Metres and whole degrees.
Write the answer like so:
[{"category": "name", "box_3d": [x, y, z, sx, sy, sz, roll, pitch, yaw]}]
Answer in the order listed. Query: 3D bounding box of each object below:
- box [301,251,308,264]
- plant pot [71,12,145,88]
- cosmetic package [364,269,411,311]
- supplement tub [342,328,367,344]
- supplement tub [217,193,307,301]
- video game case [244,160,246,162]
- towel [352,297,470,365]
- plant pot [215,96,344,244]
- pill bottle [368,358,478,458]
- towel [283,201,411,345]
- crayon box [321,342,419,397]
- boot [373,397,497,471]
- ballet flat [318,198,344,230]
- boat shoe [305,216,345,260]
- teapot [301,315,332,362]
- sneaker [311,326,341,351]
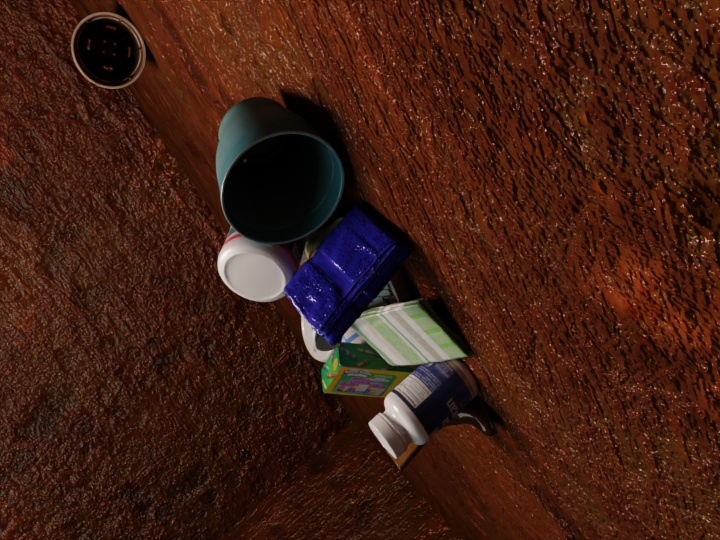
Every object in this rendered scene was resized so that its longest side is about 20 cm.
[{"category": "box", "box_3d": [-0.170, -0.094, 1.400, 0.199, 0.124, 0.098, 29, 153, 58]}, {"category": "plant pot", "box_3d": [-0.744, -0.656, 1.819, 0.202, 0.199, 0.198, 60, 172, -30]}, {"category": "cosmetic package", "box_3d": [0.053, 0.071, 1.141, 0.081, 0.051, 0.202, -1, 136, 26]}, {"category": "supplement tub", "box_3d": [-0.042, 0.082, 1.370, 0.201, 0.131, 0.132, 55, 167, 8]}, {"category": "supplement tub", "box_3d": [-0.167, -0.059, 1.111, 0.202, 0.138, 0.142, -80, -29, -46]}, {"category": "video game case", "box_3d": [-0.281, -0.245, 1.583, 0.182, 0.036, 0.201, 50, 166, 19]}, {"category": "towel", "box_3d": [0.082, 0.111, 1.092, 0.149, 0.031, 0.198, 45, 144, -23]}, {"category": "plant pot", "box_3d": [-0.148, -0.181, 1.007, 0.189, 0.197, 0.202, 60, 176, 44]}, {"category": "pill bottle", "box_3d": [0.114, 0.249, 1.141, 0.111, 0.199, 0.111, 47, 166, 16]}, {"category": "towel", "box_3d": [-0.028, 0.000, 0.991, 0.147, 0.201, 0.049, 42, -178, 33]}, {"category": "crayon box", "box_3d": [0.027, 0.215, 1.303, 0.119, 0.196, 0.059, 121, 151, -46]}, {"category": "boot", "box_3d": [0.143, 0.310, 1.194, 0.188, 0.199, 0.069, 40, 162, 42]}, {"category": "ballet flat", "box_3d": [-0.067, -0.104, 1.162, 0.068, 0.067, 0.201, 59, 168, 19]}, {"category": "boat shoe", "box_3d": [-0.052, -0.039, 1.125, 0.073, 0.068, 0.199, 12, 160, -22]}, {"category": "teapot", "box_3d": [-0.047, 0.132, 1.533, 0.198, 0.144, 0.203, -50, 51, 46]}, {"category": "sneaker", "box_3d": [-0.064, 0.034, 1.131, 0.204, 0.075, 0.148, 110, 154, -50]}]
